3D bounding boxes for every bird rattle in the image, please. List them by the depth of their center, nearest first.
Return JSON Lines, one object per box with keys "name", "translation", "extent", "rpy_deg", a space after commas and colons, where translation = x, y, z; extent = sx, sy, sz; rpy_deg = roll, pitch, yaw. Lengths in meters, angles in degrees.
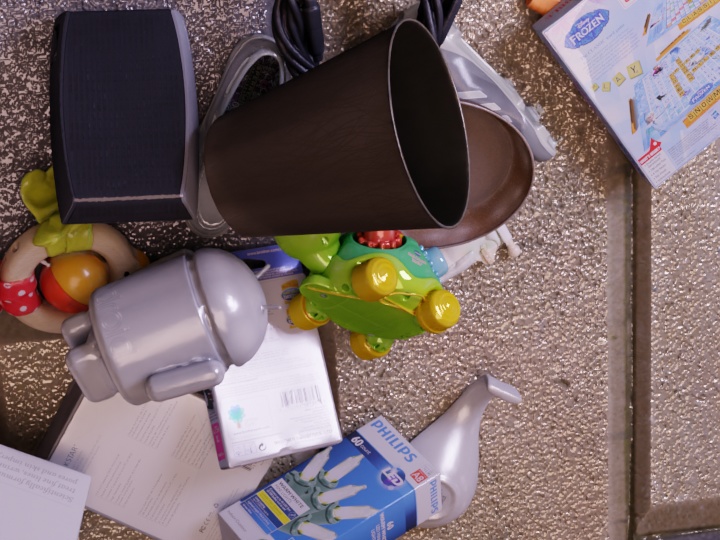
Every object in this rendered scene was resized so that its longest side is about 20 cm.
{"name": "bird rattle", "translation": [-0.289, 0.005, 1.603], "extent": [0.163, 0.113, 0.200], "rpy_deg": [33, 103, -36]}

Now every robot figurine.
{"name": "robot figurine", "translation": [-0.169, 0.050, 1.556], "extent": [0.198, 0.170, 0.113], "rpy_deg": [-21, 138, 1]}

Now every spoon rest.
{"name": "spoon rest", "translation": [0.096, 0.184, 1.756], "extent": [0.099, 0.061, 0.201], "rpy_deg": [26, 115, -15]}

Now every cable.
{"name": "cable", "translation": [0.000, -0.229, 1.546], "extent": [0.162, 0.051, 0.201], "rpy_deg": [21, 111, -17]}

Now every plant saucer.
{"name": "plant saucer", "translation": [0.063, -0.096, 1.605], "extent": [0.198, 0.032, 0.201], "rpy_deg": [-2, 139, -2]}

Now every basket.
{"name": "basket", "translation": [-0.024, -0.103, 1.484], "extent": [0.199, 0.136, 0.182], "rpy_deg": [-14, 82, 29]}

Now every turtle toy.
{"name": "turtle toy", "translation": [0.000, 0.000, 1.610], "extent": [0.199, 0.145, 0.102], "rpy_deg": [28, 59, -28]}

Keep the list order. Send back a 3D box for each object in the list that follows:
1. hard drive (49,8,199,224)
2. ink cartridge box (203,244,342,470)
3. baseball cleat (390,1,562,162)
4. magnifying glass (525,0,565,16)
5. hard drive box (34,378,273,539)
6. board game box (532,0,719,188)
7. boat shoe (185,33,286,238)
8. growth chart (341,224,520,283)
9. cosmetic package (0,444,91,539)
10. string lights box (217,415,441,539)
{"name": "hard drive", "translation": [-0.211, -0.143, 1.538], "extent": [0.133, 0.042, 0.202], "rpy_deg": [-2, 71, -9]}
{"name": "ink cartridge box", "translation": [-0.097, 0.080, 1.646], "extent": [0.118, 0.042, 0.202], "rpy_deg": [-10, 84, -23]}
{"name": "baseball cleat", "translation": [0.095, -0.161, 1.636], "extent": [0.106, 0.070, 0.200], "rpy_deg": [-42, 100, 12]}
{"name": "magnifying glass", "translation": [0.249, -0.223, 1.659], "extent": [0.199, 0.022, 0.080], "rpy_deg": [25, 102, -16]}
{"name": "hard drive box", "translation": [-0.198, 0.172, 1.682], "extent": [0.199, 0.077, 0.157], "rpy_deg": [27, 101, -17]}
{"name": "board game box", "translation": [0.299, -0.218, 1.638], "extent": [0.199, 0.041, 0.200], "rpy_deg": [-38, 111, 3]}
{"name": "boat shoe", "translation": [-0.119, -0.121, 1.601], "extent": [0.069, 0.072, 0.202], "rpy_deg": [16, 104, -14]}
{"name": "growth chart", "translation": [0.044, -0.034, 1.688], "extent": [0.199, 0.018, 0.146], "rpy_deg": [-26, 110, 0]}
{"name": "cosmetic package", "translation": [-0.369, 0.279, 1.600], "extent": [0.164, 0.166, 0.200], "rpy_deg": [21, 137, -17]}
{"name": "string lights box", "translation": [-0.028, 0.236, 1.678], "extent": [0.199, 0.103, 0.059], "rpy_deg": [-29, 137, -23]}
